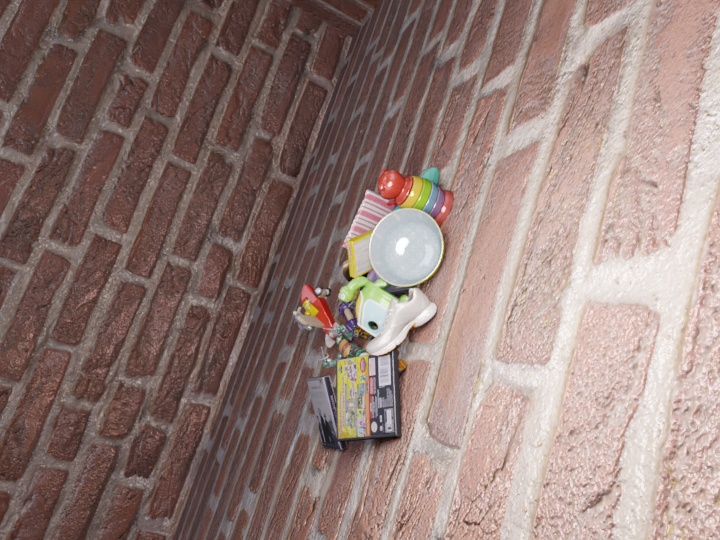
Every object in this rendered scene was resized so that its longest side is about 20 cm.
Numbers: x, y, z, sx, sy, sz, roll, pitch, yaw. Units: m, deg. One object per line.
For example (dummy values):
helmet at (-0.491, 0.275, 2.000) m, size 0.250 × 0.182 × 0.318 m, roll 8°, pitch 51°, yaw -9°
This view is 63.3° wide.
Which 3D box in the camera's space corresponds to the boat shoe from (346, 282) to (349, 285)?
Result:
boat shoe at (0.004, 0.028, 1.864) m, size 0.200 × 0.074 × 0.076 m, roll -58°, pitch 21°, yaw 28°

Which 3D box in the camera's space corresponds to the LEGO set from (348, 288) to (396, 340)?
LEGO set at (0.025, 0.101, 1.651) m, size 0.154 × 0.116 × 0.201 m, roll -42°, pitch 32°, yaw 53°

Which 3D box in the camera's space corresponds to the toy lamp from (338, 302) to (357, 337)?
toy lamp at (-0.029, 0.157, 1.843) m, size 0.058 × 0.058 × 0.200 m, roll -65°, pitch 17°, yaw 9°

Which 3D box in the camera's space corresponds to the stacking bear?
stacking bear at (0.136, -0.202, 1.556) m, size 0.114 × 0.199 × 0.122 m, roll -38°, pitch 34°, yaw 56°

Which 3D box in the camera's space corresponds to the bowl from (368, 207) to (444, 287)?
bowl at (0.132, -0.051, 1.510) m, size 0.108 × 0.200 × 0.201 m, roll 20°, pitch -88°, yaw -65°

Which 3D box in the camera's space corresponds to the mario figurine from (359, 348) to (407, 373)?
mario figurine at (0.025, 0.285, 1.460) m, size 0.200 × 0.106 × 0.124 m, roll -56°, pitch 11°, yaw 23°

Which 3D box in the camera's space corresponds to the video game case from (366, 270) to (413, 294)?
video game case at (0.088, -0.015, 1.636) m, size 0.142 × 0.019 × 0.201 m, roll -11°, pitch 49°, yaw 26°

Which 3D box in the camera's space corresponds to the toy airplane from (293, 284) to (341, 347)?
toy airplane at (-0.137, 0.164, 1.908) m, size 0.141 × 0.200 × 0.199 m, roll -30°, pitch 28°, yaw 18°

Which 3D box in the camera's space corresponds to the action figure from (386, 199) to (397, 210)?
action figure at (0.091, -0.133, 1.787) m, size 0.099 × 0.065 × 0.200 m, roll -27°, pitch 32°, yaw 12°

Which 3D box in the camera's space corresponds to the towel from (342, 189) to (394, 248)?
towel at (0.034, -0.144, 1.862) m, size 0.030 × 0.146 × 0.201 m, roll 27°, pitch 95°, yaw 50°

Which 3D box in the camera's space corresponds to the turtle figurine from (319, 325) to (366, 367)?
turtle figurine at (-0.047, 0.234, 1.737) m, size 0.200 × 0.100 × 0.150 m, roll 38°, pitch 122°, yaw 55°

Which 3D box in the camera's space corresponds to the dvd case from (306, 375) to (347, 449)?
dvd case at (-0.098, 0.399, 1.650) m, size 0.150 × 0.025 × 0.201 m, roll -26°, pitch 76°, yaw 64°

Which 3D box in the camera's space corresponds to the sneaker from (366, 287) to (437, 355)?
sneaker at (0.082, 0.119, 1.405) m, size 0.200 × 0.092 × 0.076 m, roll -39°, pitch 11°, yaw -4°

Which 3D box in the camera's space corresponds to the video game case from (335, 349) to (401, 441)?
video game case at (0.016, 0.305, 1.412) m, size 0.180 × 0.025 × 0.201 m, roll -16°, pitch 65°, yaw 35°

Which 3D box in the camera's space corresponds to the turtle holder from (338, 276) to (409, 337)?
turtle holder at (0.042, 0.093, 1.495) m, size 0.132 × 0.185 × 0.141 m, roll -57°, pitch 17°, yaw 1°

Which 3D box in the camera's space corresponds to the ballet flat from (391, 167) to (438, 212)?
ballet flat at (0.169, -0.202, 1.678) m, size 0.200 × 0.067 × 0.070 m, roll -49°, pitch 44°, yaw 15°

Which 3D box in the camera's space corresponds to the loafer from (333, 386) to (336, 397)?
loafer at (-0.060, 0.379, 1.680) m, size 0.200 × 0.075 × 0.070 m, roll -11°, pitch 94°, yaw 65°

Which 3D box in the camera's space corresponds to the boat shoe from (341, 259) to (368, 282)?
boat shoe at (0.000, 0.000, 1.716) m, size 0.071 × 0.200 × 0.076 m, roll -23°, pitch 62°, yaw 17°

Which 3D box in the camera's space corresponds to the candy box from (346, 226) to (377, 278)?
candy box at (0.042, -0.063, 1.555) m, size 0.026 × 0.200 × 0.103 m, roll 14°, pitch 120°, yaw 40°
